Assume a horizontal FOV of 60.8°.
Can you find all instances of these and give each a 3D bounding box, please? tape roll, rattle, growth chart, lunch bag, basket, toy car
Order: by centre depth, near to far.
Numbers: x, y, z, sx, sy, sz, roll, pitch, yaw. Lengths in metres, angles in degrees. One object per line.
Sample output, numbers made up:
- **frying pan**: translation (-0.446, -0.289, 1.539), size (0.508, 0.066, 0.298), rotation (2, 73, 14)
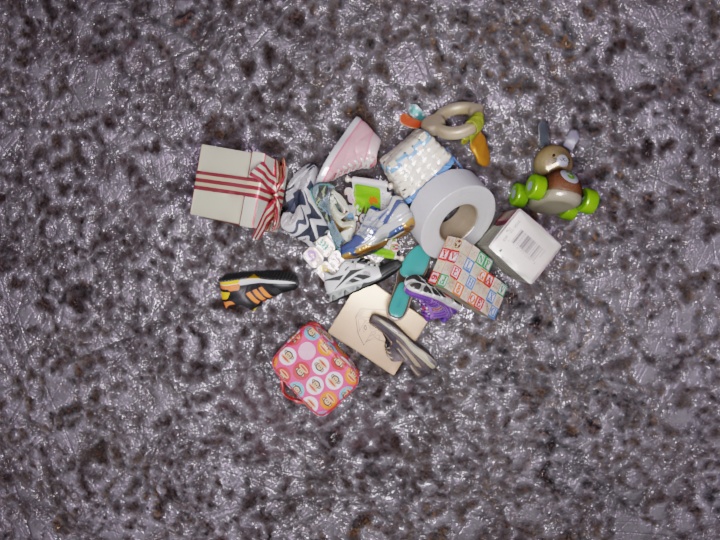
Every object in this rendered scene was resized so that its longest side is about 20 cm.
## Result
- **tape roll**: translation (0.208, -0.127, 1.402), size (0.201, 0.203, 0.071), rotation (-37, 49, 3)
- **toy car**: translation (0.454, -0.240, 1.419), size (0.160, 0.158, 0.206), rotation (12, 82, -11)
- **basket**: translation (0.153, -0.216, 1.428), size (0.175, 0.139, 0.202), rotation (-37, 107, 3)
- **growth chart**: translation (0.029, -0.122, 1.439), size (0.141, 0.018, 0.206), rotation (3, 114, 28)
- **rattle**: translation (0.204, -0.324, 1.471), size (0.194, 0.143, 0.134), rotation (-6, 61, 17)
- **lunch bag**: translation (-0.116, 0.248, 1.489), size (0.176, 0.082, 0.201), rotation (-42, 92, 4)

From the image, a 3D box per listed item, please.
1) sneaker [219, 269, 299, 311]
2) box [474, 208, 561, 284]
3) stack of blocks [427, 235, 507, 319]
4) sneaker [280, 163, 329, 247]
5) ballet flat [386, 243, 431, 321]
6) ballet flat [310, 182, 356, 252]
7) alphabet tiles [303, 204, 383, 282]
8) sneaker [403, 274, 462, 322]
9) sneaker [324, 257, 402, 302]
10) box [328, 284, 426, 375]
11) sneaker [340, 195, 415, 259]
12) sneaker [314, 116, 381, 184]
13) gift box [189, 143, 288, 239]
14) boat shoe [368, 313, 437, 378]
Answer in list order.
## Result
- **sneaker**: translation (-0.244, 0.053, 1.496), size (0.194, 0.070, 0.093), rotation (-1, 108, 2)
- **box**: translation (0.352, -0.057, 1.397), size (0.127, 0.200, 0.110), rotation (40, 94, -1)
- **stack of blocks**: translation (0.257, 0.019, 1.419), size (0.198, 0.058, 0.118), rotation (31, 82, -37)
- **sneaker**: translation (-0.115, -0.146, 1.467), size (0.078, 0.203, 0.130), rotation (-17, 138, 27)
- **ballet flat**: translation (0.111, 0.030, 1.471), size (0.067, 0.067, 0.203), rotation (26, 74, 8)
- **ballet flat**: translation (-0.048, -0.116, 1.418), size (0.073, 0.075, 0.202), rotation (-28, 126, 3)
- **alphabet tiles**: translation (-0.042, -0.069, 1.502), size (0.199, 0.015, 0.196), rotation (-42, 91, 4)
- **sneaker**: translation (0.164, 0.078, 1.432), size (0.198, 0.081, 0.084), rotation (29, 105, -43)
- **sneaker**: translation (0.000, 0.000, 1.448), size (0.195, 0.074, 0.091), rotation (-21, 83, 11)
- **box**: translation (0.043, 0.136, 1.506), size (0.197, 0.021, 0.166), rotation (33, 94, -3)
- **sneaker**: translation (0.031, -0.096, 1.398), size (0.197, 0.075, 0.090), rotation (-28, 78, 22)
- **sneaker**: translation (-0.020, -0.258, 1.439), size (0.104, 0.075, 0.202), rotation (36, 70, -6)
- **gift box**: translation (-0.269, -0.177, 1.399), size (0.181, 0.200, 0.190), rotation (11, 97, 11)
- **boat shoe**: translation (0.092, 0.185, 1.462), size (0.199, 0.075, 0.074), rotation (40, 94, -2)
